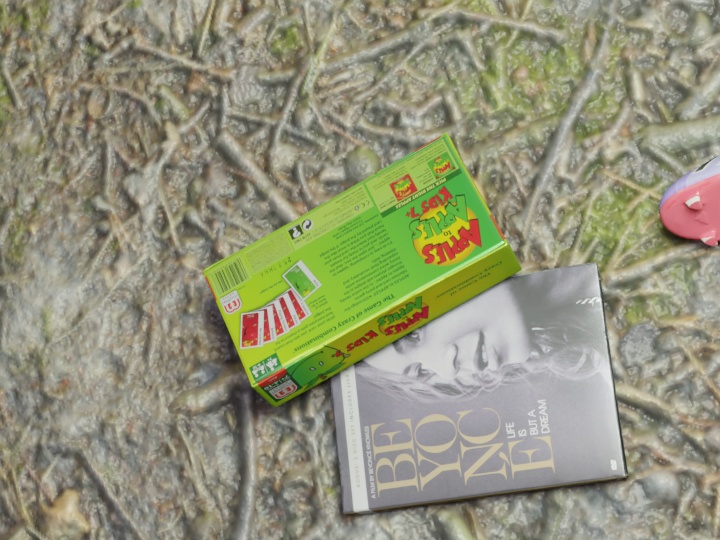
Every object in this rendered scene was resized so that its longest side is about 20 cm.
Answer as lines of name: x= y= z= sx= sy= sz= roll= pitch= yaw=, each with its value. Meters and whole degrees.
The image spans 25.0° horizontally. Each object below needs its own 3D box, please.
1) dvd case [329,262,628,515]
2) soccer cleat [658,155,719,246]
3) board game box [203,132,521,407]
dvd case: x=0.076 y=0.082 z=1.124 sx=0.199 sy=0.016 sz=0.150 roll=-10 pitch=75 yaw=14
soccer cleat: x=0.293 y=-0.079 z=1.084 sx=0.199 sy=0.067 sz=0.077 roll=-23 pitch=41 yaw=15
board game box: x=0.000 y=0.000 z=1.135 sx=0.199 sy=0.048 sz=0.102 roll=-29 pitch=61 yaw=5
